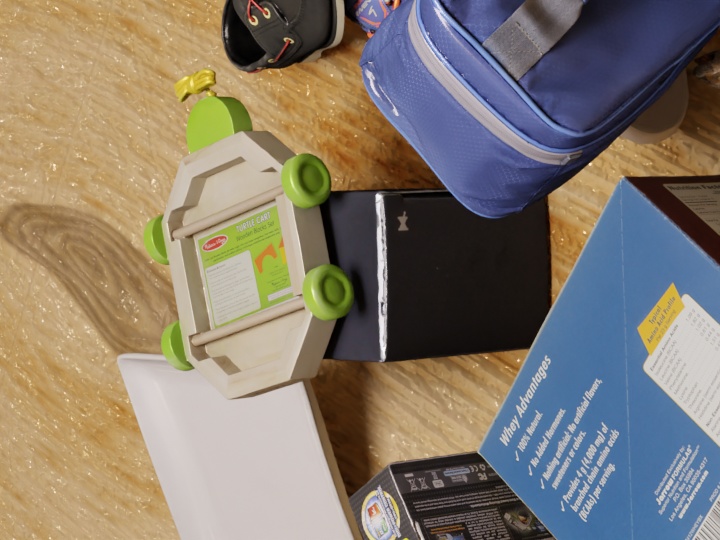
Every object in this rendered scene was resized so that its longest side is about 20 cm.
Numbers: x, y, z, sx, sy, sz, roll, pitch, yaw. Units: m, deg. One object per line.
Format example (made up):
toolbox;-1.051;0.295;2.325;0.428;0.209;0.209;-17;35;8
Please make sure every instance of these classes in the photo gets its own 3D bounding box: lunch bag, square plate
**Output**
lunch bag;0.114;-0.141;1.248;0.136;0.200;0.132;47;152;0
square plate;-0.075;0.144;1.608;0.200;0.028;0.199;-3;111;48

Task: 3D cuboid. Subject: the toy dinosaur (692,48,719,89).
toy dinosaur;0.267;-0.060;1.205;0.200;0.136;0.086;44;118;1

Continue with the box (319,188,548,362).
box;0.000;0.000;1.464;0.200;0.148;0.105;2;93;49

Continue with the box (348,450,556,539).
box;0.105;0.181;1.317;0.044;0.199;0.161;-43;62;41

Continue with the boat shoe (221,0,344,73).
boat shoe;-0.051;-0.175;1.509;0.201;0.063;0.074;142;118;-75

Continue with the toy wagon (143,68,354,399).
toy wagon;-0.073;-0.026;1.406;0.155;0.039;0.201;-20;77;46

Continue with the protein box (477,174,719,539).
protein box;0.204;0.083;1.249;0.200;0.135;0.199;47;125;36

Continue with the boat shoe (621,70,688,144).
boat shoe;0.121;-0.143;1.393;0.200;0.074;0.093;56;158;18

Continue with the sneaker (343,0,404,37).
sneaker;0.027;-0.162;1.477;0.075;0.078;0.201;-45;59;40
